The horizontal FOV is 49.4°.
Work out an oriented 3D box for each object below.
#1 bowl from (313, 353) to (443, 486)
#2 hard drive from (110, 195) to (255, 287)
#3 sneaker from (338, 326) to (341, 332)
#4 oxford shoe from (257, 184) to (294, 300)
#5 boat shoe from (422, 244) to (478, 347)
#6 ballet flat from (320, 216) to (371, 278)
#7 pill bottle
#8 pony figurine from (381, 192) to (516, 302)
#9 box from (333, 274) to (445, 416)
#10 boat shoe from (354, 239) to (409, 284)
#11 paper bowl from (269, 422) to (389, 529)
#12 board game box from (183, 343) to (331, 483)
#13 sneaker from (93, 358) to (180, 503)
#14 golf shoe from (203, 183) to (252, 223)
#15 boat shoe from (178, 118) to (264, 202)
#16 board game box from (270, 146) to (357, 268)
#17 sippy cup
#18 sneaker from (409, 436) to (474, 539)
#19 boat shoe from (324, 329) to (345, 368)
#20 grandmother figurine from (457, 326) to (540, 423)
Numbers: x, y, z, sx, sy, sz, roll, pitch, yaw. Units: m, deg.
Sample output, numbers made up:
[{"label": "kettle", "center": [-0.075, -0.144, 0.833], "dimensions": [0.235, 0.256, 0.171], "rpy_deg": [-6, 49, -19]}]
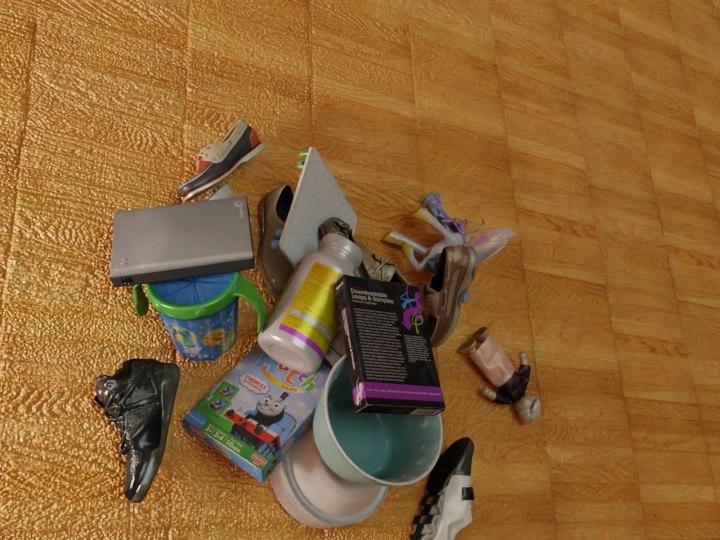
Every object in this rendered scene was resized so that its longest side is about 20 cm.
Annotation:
[{"label": "bowl", "center": [0.010, 0.225, 1.129], "dimensions": [0.199, 0.105, 0.203], "rpy_deg": [20, 52, -27]}, {"label": "hard drive", "center": [-0.255, -0.044, 1.131], "dimensions": [0.197, 0.033, 0.141], "rpy_deg": [-8, 44, -7]}, {"label": "sneaker", "center": [0.030, 0.116, 1.343], "dimensions": [0.200, 0.079, 0.132], "rpy_deg": [41, 55, -25]}, {"label": "oxford shoe", "center": [-0.129, -0.046, 1.304], "dimensions": [0.070, 0.074, 0.203], "rpy_deg": [-1, 72, -33]}, {"label": "boat shoe", "center": [0.144, 0.043, 1.398], "dimensions": [0.071, 0.203, 0.076], "rpy_deg": [12, 20, -17]}, {"label": "ballet flat", "center": [0.000, 0.000, 1.295], "dimensions": [0.202, 0.046, 0.067], "rpy_deg": [61, 11, -2]}, {"label": "pill bottle", "center": [-0.069, 0.046, 1.192], "dimensions": [0.104, 0.104, 0.202], "rpy_deg": [35, 65, -16]}, {"label": "pony figurine", "center": [0.169, -0.047, 1.472], "dimensions": [0.200, 0.166, 0.193], "rpy_deg": [45, 85, -14]}, {"label": "box", "center": [0.041, 0.108, 1.134], "dimensions": [0.141, 0.036, 0.203], "rpy_deg": [10, 57, -33]}, {"label": "boat shoe", "center": [0.035, 0.007, 1.372], "dimensions": [0.200, 0.066, 0.075], "rpy_deg": [42, 53, -28]}, {"label": "paper bowl", "center": [-0.036, 0.290, 1.211], "dimensions": [0.198, 0.104, 0.204], "rpy_deg": [13, 64, -27]}, {"label": "board game box", "center": [-0.142, 0.198, 1.171], "dimensions": [0.150, 0.037, 0.200], "rpy_deg": [26, 49, 23]}, {"label": "sneaker", "center": [-0.321, 0.212, 1.075], "dimensions": [0.113, 0.076, 0.202], "rpy_deg": [17, 59, -24]}, {"label": "golf shoe", "center": [-0.243, -0.049, 1.233], "dimensions": [0.092, 0.075, 0.201], "rpy_deg": [44, 55, -14]}, {"label": "boat shoe", "center": [-0.236, -0.182, 1.288], "dimensions": [0.063, 0.071, 0.200], "rpy_deg": [56, 47, -16]}, {"label": "board game box", "center": [-0.073, -0.066, 1.313], "dimensions": [0.201, 0.025, 0.202], "rpy_deg": [55, 41, -49]}, {"label": "sippy cup", "center": [-0.234, 0.057, 1.144], "dimensions": [0.139, 0.132, 0.177], "rpy_deg": [-32, 49, -30]}, {"label": "sneaker", "center": [0.157, 0.384, 1.322], "dimensions": [0.088, 0.074, 0.202], "rpy_deg": [35, 65, -16]}, {"label": "boat shoe", "center": [0.014, 0.169, 1.251], "dimensions": [0.065, 0.073, 0.200], "rpy_deg": [-46, 129, -9]}, {"label": "grandmother figurine", "center": [0.276, 0.202, 1.484], "dimensions": [0.121, 0.061, 0.201], "rpy_deg": [-38, 97, -10]}]
